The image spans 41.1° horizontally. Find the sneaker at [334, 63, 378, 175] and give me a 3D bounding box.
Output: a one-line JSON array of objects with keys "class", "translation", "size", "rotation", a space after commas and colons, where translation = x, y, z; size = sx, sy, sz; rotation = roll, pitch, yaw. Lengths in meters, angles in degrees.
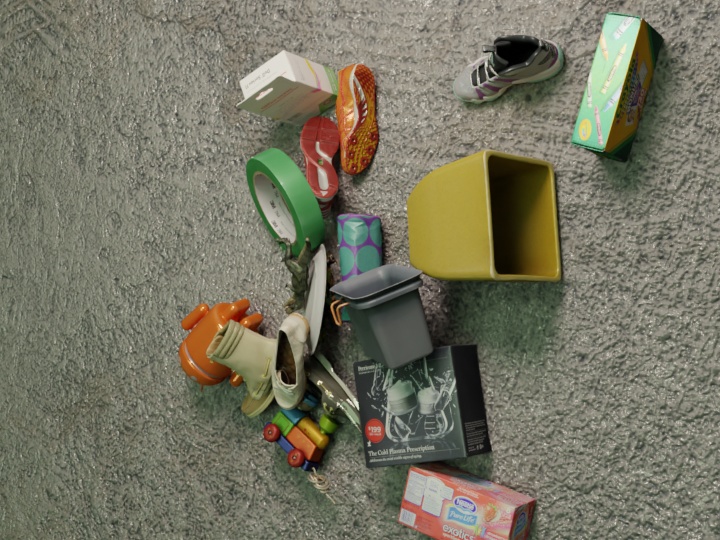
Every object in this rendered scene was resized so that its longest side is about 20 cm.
[{"class": "sneaker", "translation": [-0.011, -0.274, 1.763], "size": [0.077, 0.072, 0.203], "rotation": [0, 85, 56]}]

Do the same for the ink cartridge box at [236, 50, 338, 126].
[{"class": "ink cartridge box", "translation": [-0.136, -0.334, 1.756], "size": [0.116, 0.199, 0.068], "rotation": [-28, 73, 28]}]

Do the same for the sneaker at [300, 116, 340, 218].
[{"class": "sneaker", "translation": [-0.084, -0.183, 1.788], "size": [0.116, 0.077, 0.202], "rotation": [110, 166, -52]}]

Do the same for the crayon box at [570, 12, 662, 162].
[{"class": "crayon box", "translation": [0.391, -0.276, 1.462], "size": [0.058, 0.118, 0.203], "rotation": [19, 98, 31]}]

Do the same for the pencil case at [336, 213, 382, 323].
[{"class": "pencil case", "translation": [0.000, 0.000, 1.720], "size": [0.084, 0.092, 0.203], "rotation": [-1, 85, -12]}]

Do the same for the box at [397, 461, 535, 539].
[{"class": "box", "translation": [0.174, 0.394, 1.582], "size": [0.198, 0.094, 0.104], "rotation": [15, 95, 32]}]

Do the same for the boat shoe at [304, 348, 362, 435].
[{"class": "boat shoe", "translation": [-0.048, 0.227, 1.739], "size": [0.060, 0.072, 0.202], "rotation": [-37, 59, -8]}]

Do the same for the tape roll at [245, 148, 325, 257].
[{"class": "tape roll", "translation": [-0.139, -0.124, 1.764], "size": [0.201, 0.048, 0.202], "rotation": [48, 155, 31]}]

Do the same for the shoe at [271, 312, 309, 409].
[{"class": "shoe", "translation": [-0.132, 0.169, 1.705], "size": [0.069, 0.053, 0.202], "rotation": [17, 122, 17]}]

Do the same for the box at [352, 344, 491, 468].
[{"class": "box", "translation": [0.103, 0.231, 1.631], "size": [0.198, 0.104, 0.185], "rotation": [-14, 79, 31]}]

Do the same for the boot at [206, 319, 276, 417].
[{"class": "boot", "translation": [-0.221, 0.184, 1.797], "size": [0.201, 0.154, 0.073], "rotation": [-54, 22, 37]}]

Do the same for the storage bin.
[{"class": "storage bin", "translation": [0.035, 0.081, 1.580], "size": [0.144, 0.200, 0.136], "rotation": [-21, 99, -13]}]

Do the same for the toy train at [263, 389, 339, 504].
[{"class": "toy train", "translation": [-0.077, 0.317, 1.764], "size": [0.200, 0.085, 0.116], "rotation": [40, 95, 28]}]

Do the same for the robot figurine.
[{"class": "robot figurine", "translation": [-0.275, 0.145, 1.872], "size": [0.200, 0.143, 0.117], "rotation": [-46, 30, 22]}]

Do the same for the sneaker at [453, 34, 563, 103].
[{"class": "sneaker", "translation": [0.218, -0.337, 1.562], "size": [0.198, 0.139, 0.079], "rotation": [-19, 78, 30]}]

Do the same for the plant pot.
[{"class": "plant pot", "translation": [0.185, -0.072, 1.552], "size": [0.199, 0.194, 0.197], "rotation": [-7, 84, 44]}]

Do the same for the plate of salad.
[{"class": "plate of salad", "translation": [-0.071, 0.054, 1.734], "size": [0.047, 0.200, 0.203], "rotation": [7, 92, -10]}]

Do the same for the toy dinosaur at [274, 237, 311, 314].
[{"class": "toy dinosaur", "translation": [-0.118, -0.013, 1.732], "size": [0.088, 0.047, 0.201], "rotation": [52, 148, 33]}]
